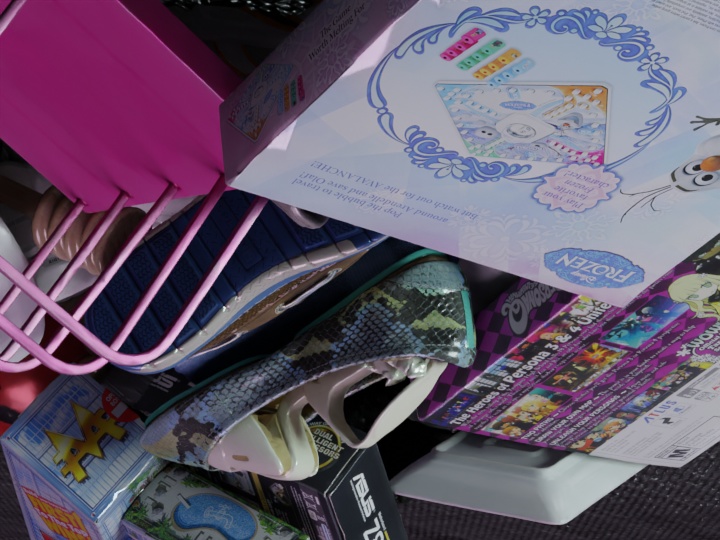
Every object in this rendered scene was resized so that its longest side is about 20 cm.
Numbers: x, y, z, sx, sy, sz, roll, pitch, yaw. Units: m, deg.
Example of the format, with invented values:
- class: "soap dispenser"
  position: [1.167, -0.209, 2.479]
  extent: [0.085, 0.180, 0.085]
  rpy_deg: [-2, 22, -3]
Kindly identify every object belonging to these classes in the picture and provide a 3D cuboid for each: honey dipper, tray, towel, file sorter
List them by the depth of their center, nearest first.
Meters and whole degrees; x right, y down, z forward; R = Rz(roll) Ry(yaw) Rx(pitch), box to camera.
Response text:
- class: "file sorter"
  position: [-0.145, -0.037, 0.989]
  extent: [0.139, 0.126, 0.200]
  rpy_deg: [43, 157, -23]
- class: "honey dipper"
  position: [-0.185, -0.045, 1.176]
  extent: [0.199, 0.038, 0.038]
  rpy_deg: [24, 176, 32]
- class: "towel"
  position: [0.000, 0.000, 1.210]
  extent: [0.199, 0.049, 0.112]
  rpy_deg: [-24, 160, 3]
- class: "tray"
  position: [0.106, 0.088, 1.316]
  extent: [0.107, 0.022, 0.200]
  rpy_deg: [7, -163, 31]

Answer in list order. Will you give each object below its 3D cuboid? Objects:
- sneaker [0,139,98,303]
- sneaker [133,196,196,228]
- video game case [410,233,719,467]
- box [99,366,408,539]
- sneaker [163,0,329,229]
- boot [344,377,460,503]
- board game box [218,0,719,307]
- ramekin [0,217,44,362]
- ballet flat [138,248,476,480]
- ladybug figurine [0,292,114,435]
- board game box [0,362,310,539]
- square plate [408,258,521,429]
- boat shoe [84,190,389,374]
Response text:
- class: "sneaker"
  position: [-0.207, -0.039, 1.269]
  extent: [0.075, 0.081, 0.200]
  rpy_deg: [-27, -153, -34]
- class: "sneaker"
  position: [-0.096, -0.014, 1.235]
  extent: [0.077, 0.100, 0.200]
  rpy_deg: [8, 166, -5]
- class: "video game case"
  position: [0.152, 0.027, 1.174]
  extent: [0.181, 0.036, 0.200]
  rpy_deg: [11, 142, -35]
- class: "box"
  position: [-0.046, 0.138, 1.322]
  extent: [0.161, 0.049, 0.200]
  rpy_deg: [20, 147, 31]
- class: "sneaker"
  position: [-0.042, -0.063, 1.035]
  extent: [0.199, 0.092, 0.076]
  rpy_deg: [-4, 162, 35]
- class: "boot"
  position: [-0.026, 0.114, 1.414]
  extent: [0.079, 0.212, 0.158]
  rpy_deg: [26, -161, -22]
- class: "board game box"
  position: [0.083, -0.072, 0.905]
  extent: [0.199, 0.044, 0.199]
  rpy_deg: [17, 139, -32]
- class: "ramekin"
  position: [-0.257, -0.002, 1.170]
  extent: [0.200, 0.098, 0.201]
  rpy_deg: [32, 151, 20]
- class: "ballet flat"
  position: [-0.026, 0.063, 1.173]
  extent: [0.200, 0.075, 0.074]
  rpy_deg: [-33, 145, 31]
- class: "ladybug figurine"
  position: [-0.207, 0.034, 1.362]
  extent: [0.072, 0.136, 0.200]
  rpy_deg: [-23, -156, -32]
- class: "board game box"
  position: [-0.107, 0.149, 1.298]
  extent: [0.199, 0.062, 0.200]
  rpy_deg: [25, 151, 33]
- class: "square plate"
  position: [0.135, 0.028, 1.236]
  extent: [0.197, 0.029, 0.200]
  rpy_deg: [-5, 149, -13]
- class: "boat shoe"
  position: [-0.035, -0.023, 1.122]
  extent: [0.199, 0.072, 0.072]
  rpy_deg: [-30, 170, 7]
